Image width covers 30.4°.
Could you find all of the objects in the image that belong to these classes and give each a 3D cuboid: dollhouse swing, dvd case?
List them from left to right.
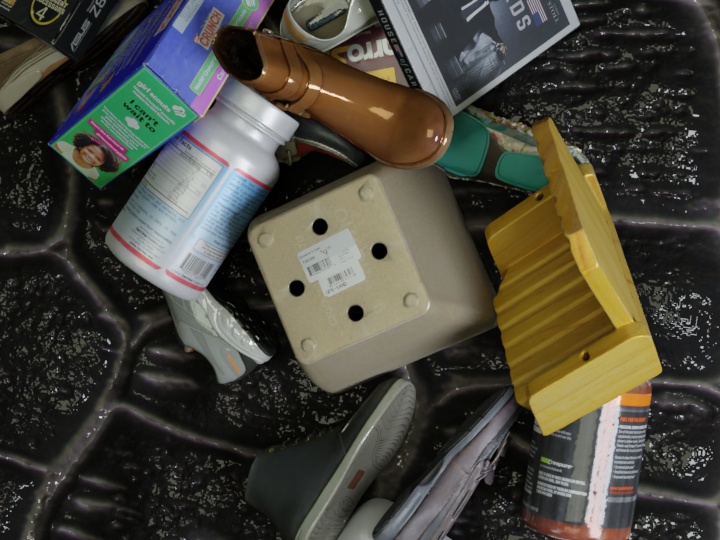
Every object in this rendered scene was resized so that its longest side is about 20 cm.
[{"bbox_3d":[0.106,-0.246,1.223,0.200,0.025,0.151,-37,112,-25],"label":"dvd case"},{"bbox_3d":[0.154,0.000,1.162,0.181,0.176,0.201,-34,46,27],"label":"dollhouse swing"}]

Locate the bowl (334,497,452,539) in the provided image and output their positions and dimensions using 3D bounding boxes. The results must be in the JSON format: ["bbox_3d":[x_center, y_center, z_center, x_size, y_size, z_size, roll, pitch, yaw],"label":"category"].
[{"bbox_3d":[0.029,0.352,1.310,0.199,0.075,0.200,35,97,10],"label":"bowl"}]

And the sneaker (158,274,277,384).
[{"bbox_3d":[-0.176,0.032,1.360,0.079,0.074,0.200,-43,81,16],"label":"sneaker"}]

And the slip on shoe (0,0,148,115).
[{"bbox_3d":[-0.314,-0.242,1.392,0.200,0.076,0.061,-34,90,19],"label":"slip on shoe"}]

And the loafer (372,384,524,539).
[{"bbox_3d":[0.097,0.202,1.285,0.063,0.072,0.200,43,82,-1],"label":"loafer"}]

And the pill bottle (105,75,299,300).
[{"bbox_3d":[-0.147,-0.080,1.261,0.109,0.109,0.200,36,94,11],"label":"pill bottle"}]

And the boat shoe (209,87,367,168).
[{"bbox_3d":[-0.084,-0.139,1.332,0.199,0.071,0.063,23,85,17],"label":"boat shoe"}]

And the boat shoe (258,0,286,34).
[{"bbox_3d":[-0.112,-0.249,1.345,0.074,0.076,0.200,-36,76,19],"label":"boat shoe"}]

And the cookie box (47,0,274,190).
[{"bbox_3d":[-0.191,-0.189,1.267,0.075,0.172,0.200,40,143,-19],"label":"cookie box"}]

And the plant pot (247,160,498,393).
[{"bbox_3d":[0.000,0.000,1.261,0.199,0.177,0.201,-24,86,13],"label":"plant pot"}]

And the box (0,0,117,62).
[{"bbox_3d":[-0.320,-0.323,1.360,0.200,0.049,0.162,32,87,32],"label":"box"}]

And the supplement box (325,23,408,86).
[{"bbox_3d":[0.006,-0.257,1.303,0.110,0.086,0.201,-9,89,13],"label":"supplement box"}]

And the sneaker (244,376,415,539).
[{"bbox_3d":[-0.035,0.175,1.325,0.106,0.075,0.200,32,85,32],"label":"sneaker"}]

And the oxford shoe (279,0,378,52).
[{"bbox_3d":[0.012,-0.268,1.224,0.200,0.058,0.075,-34,84,0],"label":"oxford shoe"}]

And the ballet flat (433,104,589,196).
[{"bbox_3d":[0.126,-0.118,1.269,0.199,0.064,0.076,23,111,-4],"label":"ballet flat"}]

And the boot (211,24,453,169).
[{"bbox_3d":[-0.026,-0.158,1.152,0.200,0.155,0.077,38,103,41],"label":"boot"}]

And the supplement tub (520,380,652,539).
[{"bbox_3d":[0.215,0.150,1.244,0.106,0.107,0.201,9,93,14],"label":"supplement tub"}]
